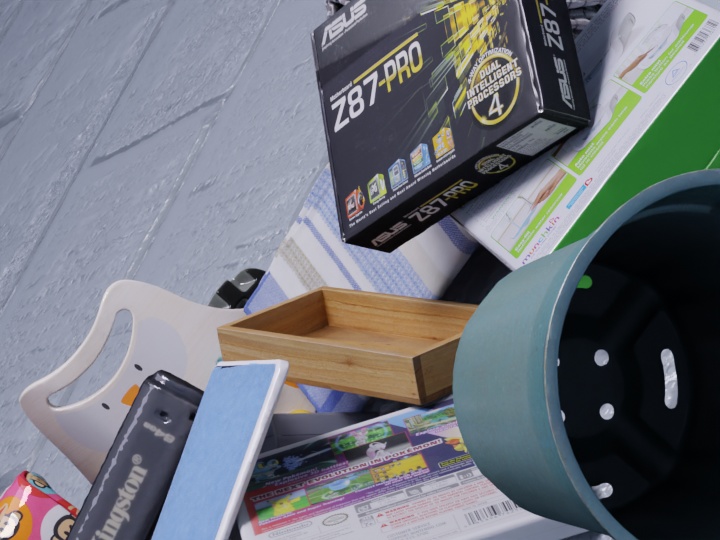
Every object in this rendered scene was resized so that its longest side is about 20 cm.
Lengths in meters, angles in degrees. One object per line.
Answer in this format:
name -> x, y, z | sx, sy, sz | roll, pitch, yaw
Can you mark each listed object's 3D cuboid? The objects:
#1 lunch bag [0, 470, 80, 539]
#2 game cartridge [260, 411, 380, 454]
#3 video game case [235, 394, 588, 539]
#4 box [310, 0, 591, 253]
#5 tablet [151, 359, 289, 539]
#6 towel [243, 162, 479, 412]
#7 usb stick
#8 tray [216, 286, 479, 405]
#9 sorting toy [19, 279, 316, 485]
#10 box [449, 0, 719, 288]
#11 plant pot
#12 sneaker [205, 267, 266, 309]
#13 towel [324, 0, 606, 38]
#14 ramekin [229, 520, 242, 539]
lunch bag -> -0.196, 0.228, 1.708 | 0.082, 0.176, 0.200 | -51, -1, -16
game cartridge -> -0.080, 0.144, 1.650 | 0.200, 0.133, 0.041 | -32, 61, 44
video game case -> 0.026, 0.134, 1.440 | 0.200, 0.023, 0.182 | -17, 23, -4
box -> 0.053, -0.124, 1.545 | 0.200, 0.049, 0.162 | -32, 56, 44
tablet -> -0.098, 0.149, 1.489 | 0.130, 0.014, 0.200 | -8, 61, 68
towel -> 0.000, 0.000, 1.709 | 0.147, 0.024, 0.200 | 52, 123, 33
usb stick -> -0.159, 0.163, 1.585 | 0.200, 0.055, 0.033 | -64, -22, 1
tray -> 0.006, 0.048, 1.605 | 0.099, 0.037, 0.200 | -22, 17, -38
sorting toy -> -0.147, 0.099, 1.780 | 0.200, 0.180, 0.107 | -50, 21, 10
box -> 0.167, -0.070, 1.503 | 0.200, 0.097, 0.176 | -53, 21, 3
plant pot -> 0.148, 0.057, 1.242 | 0.200, 0.200, 0.196 | -59, 15, -14
sneaker -> -0.138, 0.086, 1.917 | 0.200, 0.074, 0.089 | -41, -4, -36
towel -> 0.080, -0.181, 1.734 | 0.166, 0.199, 0.086 | -128, 40, -67
ramekin -> -0.073, 0.226, 1.538 | 0.200, 0.105, 0.200 | -43, 24, 25
